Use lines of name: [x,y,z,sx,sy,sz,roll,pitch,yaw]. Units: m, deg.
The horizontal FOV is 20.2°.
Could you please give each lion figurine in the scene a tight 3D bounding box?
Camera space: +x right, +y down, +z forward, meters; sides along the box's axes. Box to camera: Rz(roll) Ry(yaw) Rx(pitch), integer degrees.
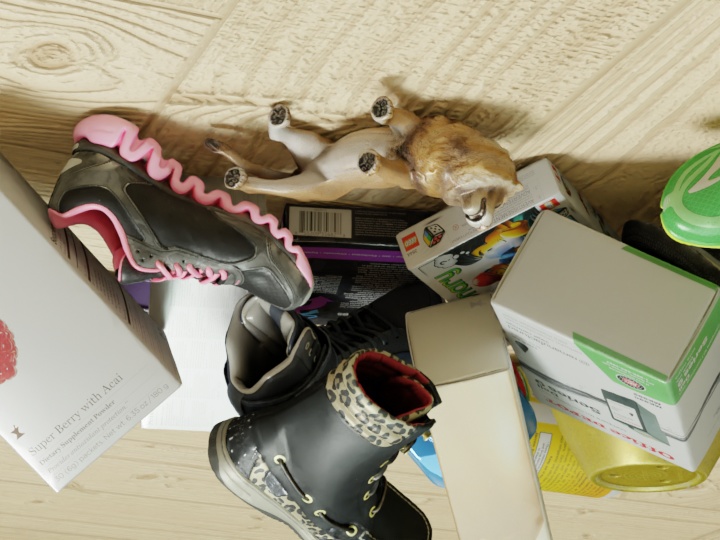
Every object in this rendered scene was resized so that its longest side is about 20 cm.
lion figurine: [0.004,-0.074,1.382,0.199,0.073,0.122,6,173,33]

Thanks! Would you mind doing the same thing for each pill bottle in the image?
pill bottle: [0.199,0.156,1.913,0.199,0.114,0.113,9,159,-22]

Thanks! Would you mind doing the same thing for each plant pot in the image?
plant pot: [0.247,0.111,1.742,0.198,0.143,0.200,1,160,0]

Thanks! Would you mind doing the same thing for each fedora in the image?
fedora: [0.287,0.009,1.496,0.200,0.092,0.201,43,172,8]

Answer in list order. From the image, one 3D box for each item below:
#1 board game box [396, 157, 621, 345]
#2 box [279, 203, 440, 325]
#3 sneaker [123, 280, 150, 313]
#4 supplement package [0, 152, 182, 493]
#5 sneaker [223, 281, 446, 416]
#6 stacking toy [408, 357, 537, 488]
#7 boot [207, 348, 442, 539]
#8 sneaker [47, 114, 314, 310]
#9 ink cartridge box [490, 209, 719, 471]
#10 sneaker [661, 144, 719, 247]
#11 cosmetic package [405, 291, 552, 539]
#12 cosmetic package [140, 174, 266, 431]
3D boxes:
board game box: [0.124,-0.010,1.521,0.126,0.035,0.200,-27,152,16]
box: [0.000,0.000,1.611,0.142,0.036,0.200,3,159,-7]
sneaker: [-0.110,0.056,1.609,0.199,0.088,0.076,30,171,-14]
supplement package: [-0.237,0.030,1.405,0.200,0.121,0.120,49,-177,-20]
sneaker: [-0.018,0.049,1.508,0.077,0.202,0.147,31,155,36]
stacking toy: [0.085,0.079,1.672,0.109,0.116,0.200,-34,-168,17]
boot: [0.011,0.140,1.443,0.203,0.074,0.153,33,132,-30]
sneaker: [-0.128,-0.018,1.391,0.199,0.096,0.079,32,153,-6]
ink cartridge box: [0.191,0.056,1.473,0.145,0.084,0.200,25,165,24]
sneaker: [0.290,-0.070,1.320,0.199,0.075,0.084,-16,163,18]
cosmetic package: [0.092,0.129,1.520,0.071,0.105,0.201,-14,122,3]
cosmetic package: [-0.120,0.026,1.513,0.082,0.051,0.201,3,122,-8]
